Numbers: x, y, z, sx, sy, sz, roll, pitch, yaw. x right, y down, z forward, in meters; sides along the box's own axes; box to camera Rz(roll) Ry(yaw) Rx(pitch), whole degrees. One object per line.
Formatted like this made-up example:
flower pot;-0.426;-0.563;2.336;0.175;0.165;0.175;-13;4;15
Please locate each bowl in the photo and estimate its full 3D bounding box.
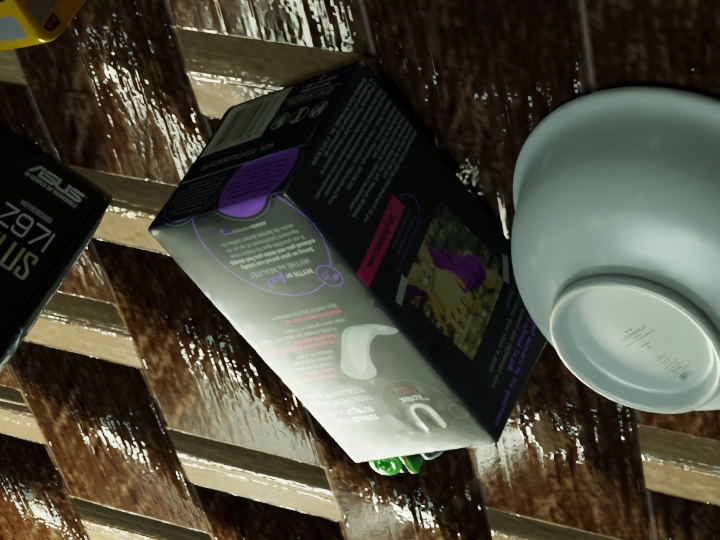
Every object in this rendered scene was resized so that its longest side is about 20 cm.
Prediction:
bowl;0.157;0.009;1.035;0.200;0.091;0.202;19;142;16

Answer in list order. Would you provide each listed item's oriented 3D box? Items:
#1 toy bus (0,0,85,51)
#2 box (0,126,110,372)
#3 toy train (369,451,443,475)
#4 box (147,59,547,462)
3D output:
toy bus;-0.221;-0.165;1.112;0.199;0.065;0.079;-4;132;37
box;-0.286;-0.023;1.238;0.199;0.164;0.086;34;143;-4
toy train;-0.008;0.053;1.243;0.056;0.042;0.200;-17;123;32
box;0.000;0.000;1.116;0.122;0.106;0.200;-12;127;45
